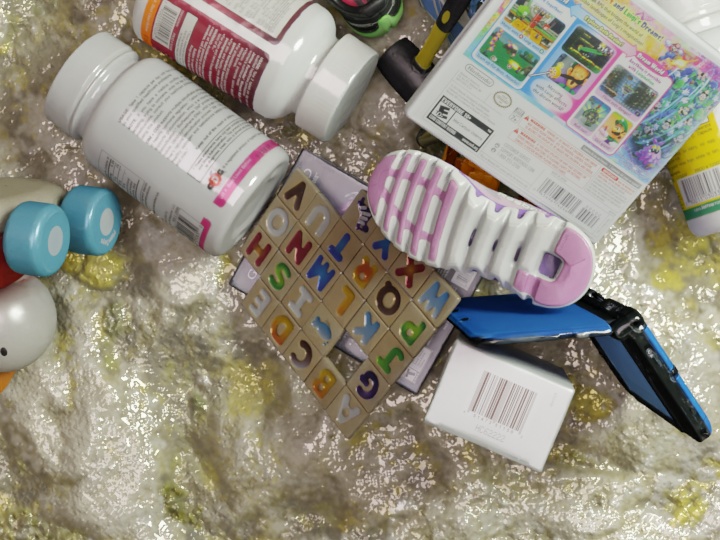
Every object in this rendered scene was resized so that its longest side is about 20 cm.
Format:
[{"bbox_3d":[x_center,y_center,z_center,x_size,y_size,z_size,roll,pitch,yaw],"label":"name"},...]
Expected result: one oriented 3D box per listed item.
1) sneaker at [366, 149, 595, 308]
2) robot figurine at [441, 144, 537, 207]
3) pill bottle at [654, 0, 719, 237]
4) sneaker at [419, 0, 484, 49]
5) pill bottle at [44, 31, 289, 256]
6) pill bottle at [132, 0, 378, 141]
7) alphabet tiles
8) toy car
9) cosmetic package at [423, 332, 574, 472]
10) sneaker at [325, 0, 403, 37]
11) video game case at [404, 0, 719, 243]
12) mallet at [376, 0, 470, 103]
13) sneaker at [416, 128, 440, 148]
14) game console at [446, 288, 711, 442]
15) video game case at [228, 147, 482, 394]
[{"bbox_3d":[0.100,-0.034,1.084,0.199,0.088,0.081,26,103,15],"label":"sneaker"},{"bbox_3d":[0.131,-0.096,1.123,0.144,0.058,0.201,12,122,-8],"label":"robot figurine"},{"bbox_3d":[0.301,-0.140,1.128,0.112,0.113,0.201,-19,88,6],"label":"pill bottle"},{"bbox_3d":[0.066,-0.274,1.172,0.075,0.077,0.201,-10,67,-25],"label":"sneaker"},{"bbox_3d":[-0.172,-0.114,1.180,0.200,0.113,0.114,37,94,5],"label":"pill bottle"},{"bbox_3d":[-0.091,-0.203,1.173,0.199,0.110,0.110,32,94,5],"label":"pill bottle"},{"bbox_3d":[-0.023,0.015,1.148,0.200,0.008,0.168,49,118,25],"label":"alphabet tiles"},{"bbox_3d":[-0.326,0.023,1.181,0.183,0.177,0.202,7,104,17],"label":"toy car"},{"bbox_3d":[0.114,0.101,1.106,0.101,0.200,0.072,23,93,6],"label":"cosmetic package"},{"bbox_3d":[-0.034,-0.295,1.179,0.077,0.084,0.200,-44,86,4],"label":"sneaker"},{"bbox_3d":[0.166,-0.141,1.048,0.199,0.024,0.182,32,112,-17],"label":"video game case"},{"bbox_3d":[0.061,-0.209,1.124,0.041,0.200,0.066,-39,76,-26],"label":"mallet"},{"bbox_3d":[0.148,-0.121,1.170,0.198,0.077,0.089,-12,100,10],"label":"sneaker"},{"bbox_3d":[0.166,0.076,1.083,0.118,0.200,0.171,-35,99,0],"label":"game console"},{"bbox_3d":[0.000,0.000,1.210,0.199,0.019,0.144,30,93,6],"label":"video game case"}]
